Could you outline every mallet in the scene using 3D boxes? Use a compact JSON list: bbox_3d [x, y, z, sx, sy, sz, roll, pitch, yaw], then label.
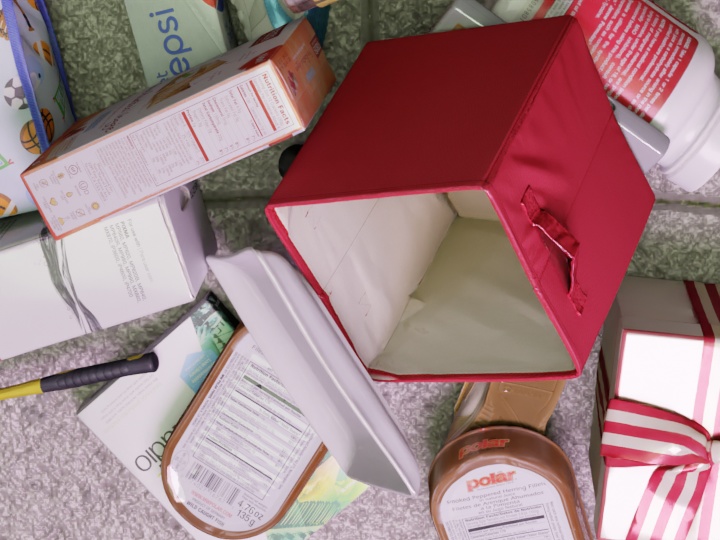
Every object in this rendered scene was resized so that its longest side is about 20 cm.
[{"bbox_3d":[-0.255,0.093,1.543,0.199,0.066,0.041,-11,100,18],"label":"mallet"}]

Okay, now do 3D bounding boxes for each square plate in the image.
[{"bbox_3d":[-0.032,0.065,1.404,0.028,0.198,0.200,-34,96,-12],"label":"square plate"}]

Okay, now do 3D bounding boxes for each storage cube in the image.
[{"bbox_3d":[0.075,-0.046,1.359,0.200,0.180,0.171,-4,131,34],"label":"storage cube"}]

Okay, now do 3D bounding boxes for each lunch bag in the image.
[{"bbox_3d":[-0.308,-0.141,1.474,0.170,0.124,0.200,-13,112,7],"label":"lunch bag"}]

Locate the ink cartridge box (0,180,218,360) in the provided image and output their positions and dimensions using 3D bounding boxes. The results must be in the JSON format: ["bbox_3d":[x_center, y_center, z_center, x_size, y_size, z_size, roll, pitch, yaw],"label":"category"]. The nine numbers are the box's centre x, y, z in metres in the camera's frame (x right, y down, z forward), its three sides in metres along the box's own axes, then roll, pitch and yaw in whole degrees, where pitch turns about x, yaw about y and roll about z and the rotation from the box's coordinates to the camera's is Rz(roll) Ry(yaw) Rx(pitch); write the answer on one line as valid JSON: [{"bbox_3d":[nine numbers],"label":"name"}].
[{"bbox_3d":[-0.216,-0.006,1.491,0.199,0.144,0.084,-18,104,8],"label":"ink cartridge box"}]

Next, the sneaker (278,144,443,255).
[{"bbox_3d":[0.000,0.000,1.519,0.200,0.075,0.116,35,106,-7],"label":"sneaker"}]

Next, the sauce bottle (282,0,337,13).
[{"bbox_3d":[0.034,-0.238,1.377,0.200,0.065,0.065,-19,103,13],"label":"sauce bottle"}]

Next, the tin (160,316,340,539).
[{"bbox_3d":[-0.075,0.117,1.530,0.112,0.042,0.200,31,106,-3],"label":"tin"}]

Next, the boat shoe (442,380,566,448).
[{"bbox_3d":[0.111,0.106,1.544,0.074,0.069,0.200,19,126,-9],"label":"boat shoe"}]

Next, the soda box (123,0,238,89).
[{"bbox_3d":[-0.140,-0.214,1.473,0.068,0.063,0.201,-12,104,6],"label":"soda box"}]

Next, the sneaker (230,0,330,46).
[{"bbox_3d":[-0.067,-0.215,1.470,0.081,0.077,0.201,6,100,11],"label":"sneaker"}]

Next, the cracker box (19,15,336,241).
[{"bbox_3d":[-0.124,-0.101,1.397,0.200,0.134,0.058,-22,105,15],"label":"cracker box"}]

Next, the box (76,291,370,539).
[{"bbox_3d":[-0.105,0.136,1.579,0.144,0.036,0.200,-41,100,12],"label":"box"}]

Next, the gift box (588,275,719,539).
[{"bbox_3d":[0.264,0.121,1.478,0.184,0.187,0.201,1,104,3],"label":"gift box"}]

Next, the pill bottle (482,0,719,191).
[{"bbox_3d":[0.182,-0.147,1.448,0.200,0.112,0.112,34,104,-5],"label":"pill bottle"}]

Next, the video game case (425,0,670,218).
[{"bbox_3d":[0.099,-0.090,1.456,0.182,0.022,0.200,34,143,-6],"label":"video game case"}]

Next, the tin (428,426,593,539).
[{"bbox_3d":[0.120,0.206,1.544,0.112,0.042,0.200,-15,124,9],"label":"tin"}]
